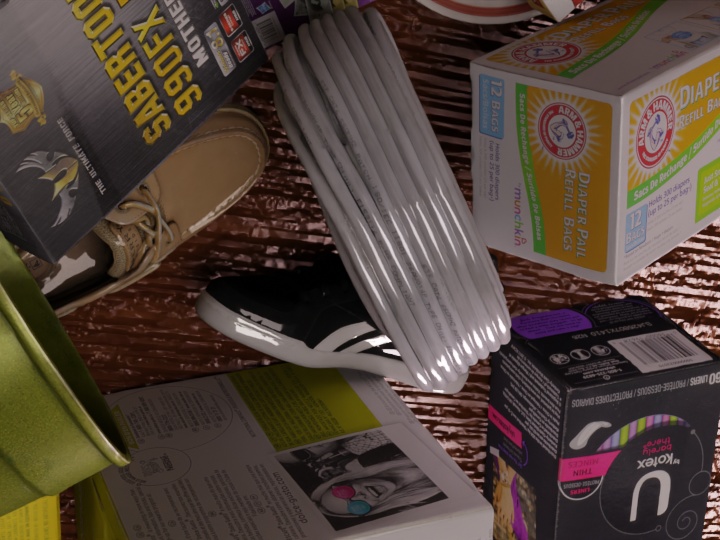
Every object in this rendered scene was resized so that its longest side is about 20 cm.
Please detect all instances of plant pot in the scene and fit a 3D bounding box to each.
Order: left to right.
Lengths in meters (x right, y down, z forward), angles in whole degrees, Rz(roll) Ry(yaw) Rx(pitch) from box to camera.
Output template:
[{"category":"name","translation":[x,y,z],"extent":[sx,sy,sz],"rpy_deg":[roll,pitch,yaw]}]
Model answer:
[{"category":"plant pot","translation":[-0.237,0.053,0.685],"extent":[0.192,0.200,0.202],"rpy_deg":[-32,122,-8]}]

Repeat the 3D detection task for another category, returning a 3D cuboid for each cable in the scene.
[{"category":"cable","translation":[0.018,-0.038,0.789],"extent":[0.069,0.200,0.202],"rpy_deg":[-24,84,3]}]

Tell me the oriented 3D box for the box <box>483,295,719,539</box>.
[{"category":"box","translation":[0.158,0.135,1.019],"extent":[0.121,0.106,0.202],"rpy_deg":[-9,117,-20]}]

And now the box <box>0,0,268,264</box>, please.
[{"category":"box","translation":[-0.144,-0.130,0.699],"extent":[0.158,0.048,0.201],"rpy_deg":[-46,133,-24]}]

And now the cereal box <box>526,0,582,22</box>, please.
[{"category":"cereal box","translation":[0.140,-0.258,0.843],"extent":[0.200,0.040,0.144],"rpy_deg":[-44,123,-1]}]

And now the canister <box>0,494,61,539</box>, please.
[{"category":"canister","translation":[-0.269,0.112,0.826],"extent":[0.198,0.087,0.150],"rpy_deg":[-8,115,-23]}]

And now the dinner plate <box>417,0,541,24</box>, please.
[{"category":"dinner plate","translation":[0.083,-0.241,0.862],"extent":[0.198,0.024,0.202],"rpy_deg":[-10,117,-20]}]

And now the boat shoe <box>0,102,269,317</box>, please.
[{"category":"boat shoe","translation":[-0.132,-0.022,0.839],"extent":[0.199,0.065,0.072],"rpy_deg":[-32,122,-8]}]

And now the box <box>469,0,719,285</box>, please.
[{"category":"box","translation":[0.160,-0.087,0.876],"extent":[0.199,0.101,0.114],"rpy_deg":[-29,126,-41]}]

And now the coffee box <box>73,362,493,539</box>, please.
[{"category":"coffee box","translation":[-0.054,0.190,0.891],"extent":[0.195,0.200,0.202],"rpy_deg":[-9,116,-20]}]

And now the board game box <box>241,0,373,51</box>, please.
[{"category":"board game box","translation":[-0.033,-0.210,0.767],"extent":[0.119,0.033,0.201],"rpy_deg":[-21,139,3]}]

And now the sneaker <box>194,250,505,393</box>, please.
[{"category":"sneaker","translation":[0.000,0.000,0.912],"extent":[0.198,0.073,0.113],"rpy_deg":[15,103,-37]}]
